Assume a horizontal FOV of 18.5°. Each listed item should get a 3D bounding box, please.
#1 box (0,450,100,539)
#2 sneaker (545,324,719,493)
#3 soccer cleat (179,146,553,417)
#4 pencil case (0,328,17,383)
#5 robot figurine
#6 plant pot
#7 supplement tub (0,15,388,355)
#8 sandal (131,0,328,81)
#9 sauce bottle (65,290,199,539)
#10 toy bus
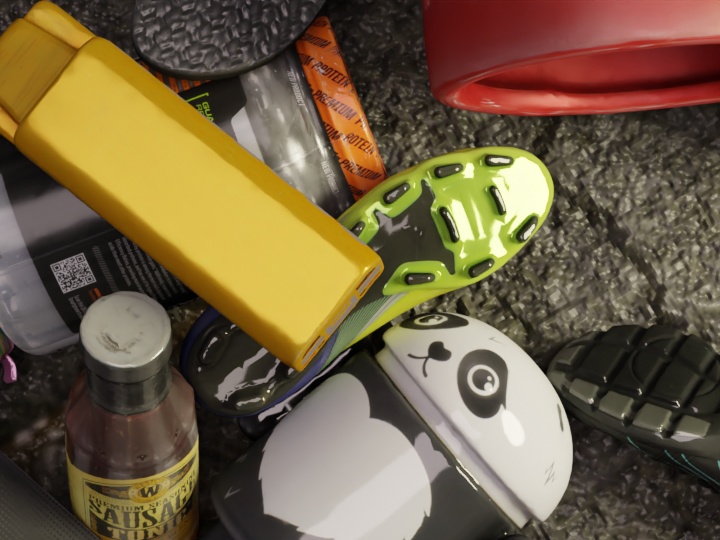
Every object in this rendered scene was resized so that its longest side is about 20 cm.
[{"bbox_3d":[-0.195,0.159,1.010,0.200,0.044,0.160,44,47,-10],"label":"box"},{"bbox_3d":[0.181,0.090,1.078,0.200,0.079,0.075,19,47,24],"label":"sneaker"},{"bbox_3d":[-0.001,-0.001,1.055,0.200,0.084,0.065,-33,99,-4],"label":"soccer cleat"},{"bbox_3d":[-0.235,-0.030,1.112,0.087,0.087,0.200,-17,85,3],"label":"pencil case"},{"bbox_3d":[0.008,0.110,1.063,0.200,0.125,0.150,-41,93,0],"label":"robot figurine"},{"bbox_3d":[0.125,-0.171,0.989,0.200,0.200,0.183,-2,86,4],"label":"plant pot"},{"bbox_3d":[-0.092,-0.046,1.082,0.200,0.123,0.123,-20,85,2],"label":"supplement tub"},{"bbox_3d":[-0.033,-0.159,1.051,0.075,0.048,0.201,37,70,4],"label":"sandal"},{"bbox_3d":[-0.109,0.081,1.037,0.066,0.200,0.066,1,57,-1],"label":"sauce bottle"},{"bbox_3d":[-0.086,-0.040,0.981,0.200,0.078,0.065,39,89,6],"label":"toy bus"}]
